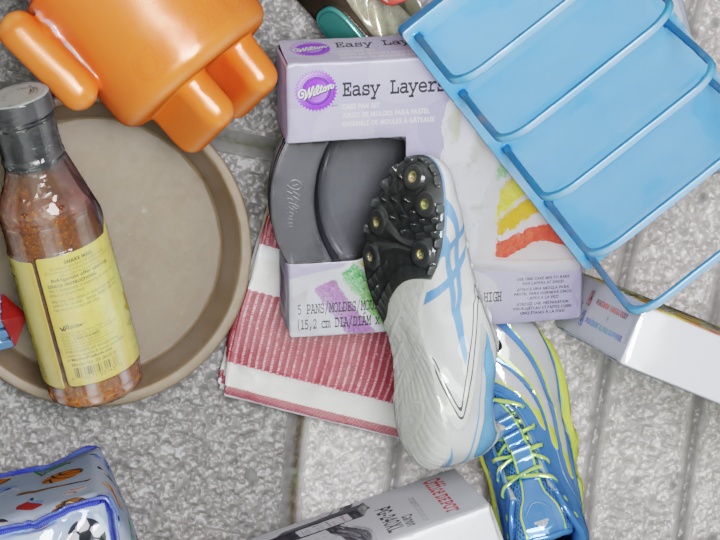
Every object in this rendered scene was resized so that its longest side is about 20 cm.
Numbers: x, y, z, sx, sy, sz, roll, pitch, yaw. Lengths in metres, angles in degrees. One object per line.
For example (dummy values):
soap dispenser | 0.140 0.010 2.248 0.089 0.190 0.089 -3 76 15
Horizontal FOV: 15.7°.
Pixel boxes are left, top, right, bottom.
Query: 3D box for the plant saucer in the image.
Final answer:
plant saucer | -0.169 -0.014 1.653 0.200 0.029 0.200 -1 97 -8

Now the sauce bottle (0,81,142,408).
sauce bottle | -0.182 -0.016 1.582 0.066 0.066 0.200 -13 115 -6

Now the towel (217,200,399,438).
towel | 0.000 0.000 1.684 0.144 0.023 0.200 15 97 -12

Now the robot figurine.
robot figurine | -0.138 -0.169 1.590 0.144 0.117 0.200 -40 92 11

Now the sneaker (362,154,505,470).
sneaker | 0.050 0.022 1.607 0.072 0.072 0.200 -20 112 -39

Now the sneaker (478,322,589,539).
sneaker | 0.113 0.123 1.673 0.076 0.105 0.200 -15 100 -6

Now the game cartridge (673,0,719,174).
game cartridge | 0.147 -0.141 1.681 0.133 0.040 0.200 -16 99 -2

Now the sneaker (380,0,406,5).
sneaker | 0.064 -0.240 1.626 0.200 0.075 0.085 -41 109 -18

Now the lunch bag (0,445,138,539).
lunch bag | -0.182 0.229 1.610 0.124 0.170 0.200 -17 100 -3

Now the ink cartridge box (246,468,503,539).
ink cartridge box | -0.007 0.202 1.645 0.200 0.145 0.083 -19 97 -5

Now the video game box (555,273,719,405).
video game box | 0.238 0.064 1.645 0.200 0.182 0.047 22 90 -11

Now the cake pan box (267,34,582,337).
cake pan box | 0.040 -0.055 1.629 0.200 0.052 0.184 -2 110 -9

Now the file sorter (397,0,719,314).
file sorter | 0.145 -0.096 1.539 0.139 0.123 0.200 -38 113 4

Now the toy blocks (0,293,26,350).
toy blocks | -0.287 0.009 1.564 0.137 0.100 0.200 -15 133 6

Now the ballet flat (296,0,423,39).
ballet flat | -0.013 -0.185 1.646 0.062 0.067 0.200 -45 107 -26
